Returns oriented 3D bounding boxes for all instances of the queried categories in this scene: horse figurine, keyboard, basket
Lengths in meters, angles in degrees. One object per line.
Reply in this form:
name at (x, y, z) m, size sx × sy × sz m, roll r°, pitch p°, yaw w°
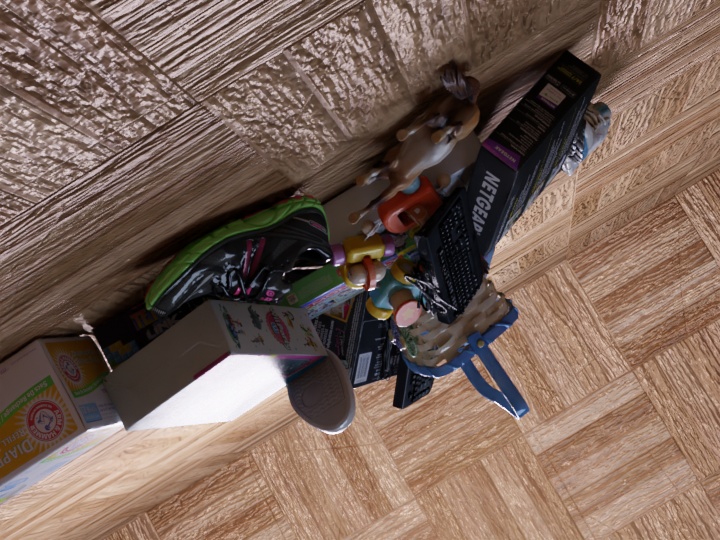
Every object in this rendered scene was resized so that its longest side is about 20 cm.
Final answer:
horse figurine at (0.056, -0.119, 1.226) m, size 0.200 × 0.050 × 0.132 m, roll -46°, pitch 176°, yaw 38°
keyboard at (0.099, 0.004, 1.377) m, size 0.104 × 0.040 × 0.200 m, roll -49°, pitch 152°, yaw -15°
keyboard at (0.068, 0.087, 1.669) m, size 0.127 × 0.021 × 0.201 m, roll -20°, pitch 126°, yaw -43°
basket at (0.117, 0.079, 1.557) m, size 0.139 × 0.200 × 0.176 m, roll -40°, pitch -169°, yaw -7°

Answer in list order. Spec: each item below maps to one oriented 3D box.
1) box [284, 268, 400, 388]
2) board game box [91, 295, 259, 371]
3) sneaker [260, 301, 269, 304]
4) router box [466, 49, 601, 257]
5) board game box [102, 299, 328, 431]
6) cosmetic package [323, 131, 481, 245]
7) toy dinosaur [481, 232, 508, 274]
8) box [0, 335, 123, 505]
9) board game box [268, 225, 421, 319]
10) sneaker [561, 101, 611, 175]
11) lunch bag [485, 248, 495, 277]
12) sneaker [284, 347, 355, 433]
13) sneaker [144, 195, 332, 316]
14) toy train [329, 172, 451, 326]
box at (-0.023, 0.070, 1.663) m, size 0.114 × 0.133 × 0.200 m, roll 13°, pitch -175°, yaw 19°
board game box at (-0.189, 0.060, 1.419) m, size 0.165 × 0.057 × 0.200 m, roll -27°, pitch 171°, yaw -6°
sneaker at (-0.112, 0.076, 1.695) m, size 0.083 × 0.074 × 0.200 m, roll -28°, pitch 171°, yaw 12°
router box at (0.172, -0.119, 1.385) m, size 0.149 × 0.051 × 0.200 m, roll -48°, pitch 167°, yaw -22°
board game box at (-0.144, 0.098, 1.353) m, size 0.147 × 0.065 × 0.200 m, roll -35°, pitch 164°, yaw 20°
cosmetic package at (0.048, -0.082, 1.432) m, size 0.199 × 0.052 × 0.151 m, roll -31°, pitch 169°, yaw 8°
toy dinosaur at (0.134, -0.087, 1.615) m, size 0.085 × 0.136 × 0.200 m, roll 10°, pitch -148°, yaw 20°
box at (-0.343, 0.157, 1.299) m, size 0.199 × 0.102 × 0.112 m, roll -32°, pitch 171°, yaw 12°
board game box at (0.000, 0.000, 1.479) m, size 0.199 × 0.029 × 0.135 m, roll -28°, pitch 172°, yaw 5°
sneaker at (0.266, -0.177, 1.599) m, size 0.087 × 0.075 × 0.200 m, roll -41°, pitch 176°, yaw 2°
lunch bag at (0.101, 0.042, 1.788) m, size 0.200 × 0.094 × 0.151 m, roll -46°, pitch 154°, yaw -61°
sneaker at (-0.032, 0.133, 1.471) m, size 0.074 × 0.200 × 0.118 m, roll -48°, pitch 127°, yaw 2°
sneaker at (-0.107, -0.003, 1.226) m, size 0.199 × 0.084 × 0.077 m, roll -26°, pitch 179°, yaw -25°
toy train at (0.053, -0.011, 1.378) m, size 0.150 × 0.056 × 0.200 m, roll -28°, pitch 141°, yaw 4°
